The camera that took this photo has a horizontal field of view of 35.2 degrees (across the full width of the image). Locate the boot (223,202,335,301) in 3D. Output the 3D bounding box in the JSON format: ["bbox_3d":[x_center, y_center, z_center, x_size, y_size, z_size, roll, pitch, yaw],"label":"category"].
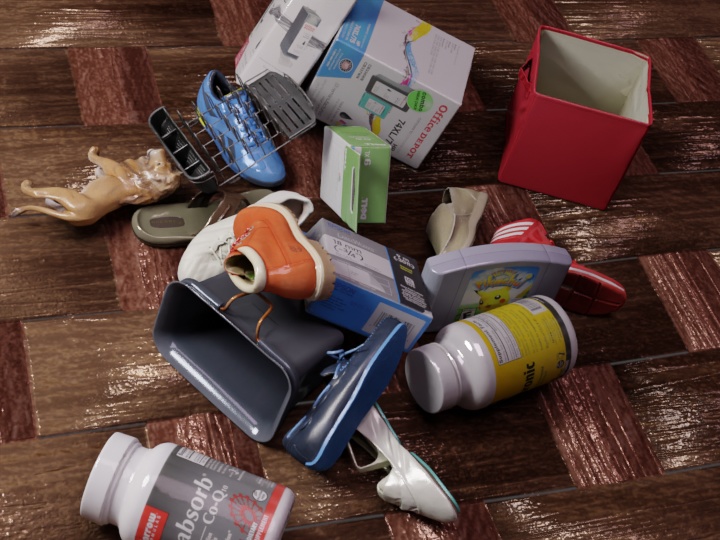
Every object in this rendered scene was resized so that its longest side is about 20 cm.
[{"bbox_3d":[-0.120,-0.027,1.321,0.107,0.075,0.200,-3,25,-30],"label":"boot"}]

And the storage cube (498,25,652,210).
[{"bbox_3d":[0.316,-0.228,1.694,0.200,0.180,0.171,14,47,-2],"label":"storage cube"}]

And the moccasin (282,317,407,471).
[{"bbox_3d":[-0.021,0.130,1.296,0.068,0.080,0.200,25,65,28],"label":"moccasin"}]

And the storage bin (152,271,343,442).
[{"bbox_3d":[-0.122,0.074,1.340,0.200,0.146,0.134,38,40,17],"label":"storage bin"}]

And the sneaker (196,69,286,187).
[{"bbox_3d":[-0.169,-0.202,1.601,0.066,0.078,0.200,-20,59,-32],"label":"sneaker"}]

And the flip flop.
[{"bbox_3d":[-0.200,-0.077,1.494,0.200,0.058,0.081,-6,52,-21],"label":"flip flop"}]

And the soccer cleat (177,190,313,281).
[{"bbox_3d":[-0.147,-0.042,1.445,0.200,0.078,0.069,-38,112,-27],"label":"soccer cleat"}]

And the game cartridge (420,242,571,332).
[{"bbox_3d":[0.169,0.021,1.465,0.200,0.133,0.040,-5,45,-19],"label":"game cartridge"}]

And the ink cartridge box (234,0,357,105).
[{"bbox_3d":[-0.094,-0.346,1.629,0.085,0.200,0.146,32,17,-20],"label":"ink cartridge box"}]

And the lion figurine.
[{"bbox_3d":[-0.334,-0.098,1.458,0.122,0.072,0.200,31,54,26],"label":"lion figurine"}]

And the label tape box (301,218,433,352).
[{"bbox_3d":[0.000,0.000,1.416,0.144,0.063,0.200,23,26,-21],"label":"label tape box"}]

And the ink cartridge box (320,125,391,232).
[{"bbox_3d":[-0.002,-0.124,1.501,0.059,0.104,0.200,0,17,-15],"label":"ink cartridge box"}]

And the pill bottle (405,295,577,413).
[{"bbox_3d":[0.159,0.107,1.401,0.200,0.111,0.111,-16,56,-27],"label":"pill bottle"}]

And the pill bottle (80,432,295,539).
[{"bbox_3d":[-0.178,0.248,1.176,0.200,0.116,0.116,20,47,2],"label":"pill bottle"}]

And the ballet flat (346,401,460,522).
[{"bbox_3d":[0.033,0.224,1.300,0.069,0.069,0.200,-20,52,-30],"label":"ballet flat"}]

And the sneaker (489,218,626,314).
[{"bbox_3d":[0.274,-0.018,1.568,0.200,0.078,0.116,19,49,-1],"label":"sneaker"}]

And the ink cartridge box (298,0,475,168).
[{"bbox_3d":[0.041,-0.280,1.656,0.200,0.147,0.146,26,45,-9],"label":"ink cartridge box"}]

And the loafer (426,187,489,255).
[{"bbox_3d":[0.122,-0.048,1.556,0.068,0.076,0.200,21,38,4],"label":"loafer"}]

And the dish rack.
[{"bbox_3d":[-0.165,-0.197,1.512,0.200,0.055,0.153,-33,55,-8],"label":"dish rack"}]
